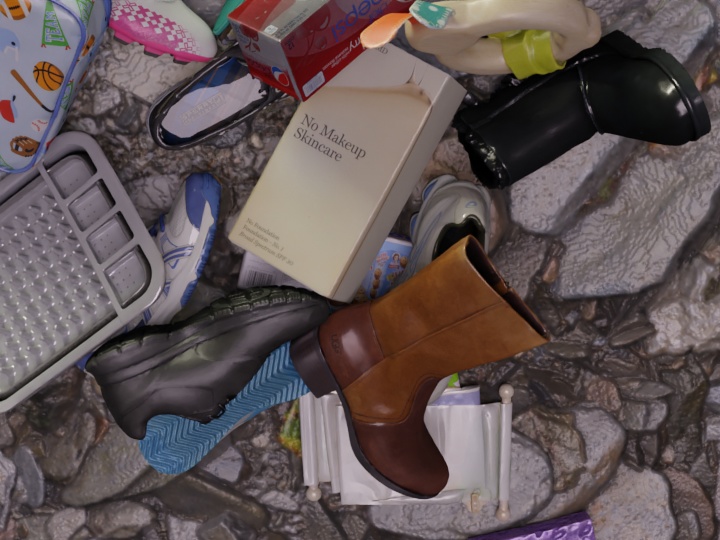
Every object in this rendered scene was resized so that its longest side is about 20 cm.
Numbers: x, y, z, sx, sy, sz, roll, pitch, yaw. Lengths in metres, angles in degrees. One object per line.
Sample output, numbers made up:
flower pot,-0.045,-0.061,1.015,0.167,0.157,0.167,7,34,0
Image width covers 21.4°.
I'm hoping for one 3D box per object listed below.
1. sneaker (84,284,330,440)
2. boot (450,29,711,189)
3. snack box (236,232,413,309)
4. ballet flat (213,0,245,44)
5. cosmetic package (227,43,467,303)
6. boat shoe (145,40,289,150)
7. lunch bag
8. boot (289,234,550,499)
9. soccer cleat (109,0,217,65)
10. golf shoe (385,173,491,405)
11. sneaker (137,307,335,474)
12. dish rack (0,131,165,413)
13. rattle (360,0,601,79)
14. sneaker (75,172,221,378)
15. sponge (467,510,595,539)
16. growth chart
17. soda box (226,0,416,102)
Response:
sneaker,-0.115,0.072,1.524,0.199,0.076,0.091,-20,99,3
boot,0.168,-0.117,1.506,0.162,0.198,0.074,-28,116,-6
snack box,0.000,0.000,1.609,0.198,0.024,0.072,13,102,-7
ballet flat,-0.044,-0.258,1.513,0.072,0.072,0.201,27,97,-11
cosmetic package,-0.010,-0.085,1.531,0.103,0.073,0.201,29,93,15
boat shoe,-0.087,-0.159,1.539,0.199,0.066,0.070,-29,105,4
lunch bag,-0.288,-0.180,1.476,0.159,0.076,0.200,28,131,-5
boot,0.070,0.081,1.529,0.199,0.069,0.189,-28,102,31
soccer cleat,-0.195,-0.235,1.505,0.199,0.070,0.087,26,105,-7
golf shoe,0.060,0.026,1.558,0.078,0.097,0.201,8,106,-9
sneaker,-0.103,0.090,1.598,0.199,0.081,0.077,-32,103,-6
dish rack,-0.256,0.005,1.546,0.199,0.044,0.172,-36,69,9
rattle,0.086,-0.226,1.462,0.199,0.130,0.144,6,90,-31
sneaker,-0.181,0.004,1.571,0.088,0.075,0.201,23,101,-9
sponge,0.172,0.319,1.702,0.111,0.030,0.201,-15,105,-1
growth chart,0.041,0.143,1.653,0.198,0.018,0.146,5,104,-5
soda box,-0.005,-0.221,1.479,0.200,0.070,0.064,-41,135,-20
